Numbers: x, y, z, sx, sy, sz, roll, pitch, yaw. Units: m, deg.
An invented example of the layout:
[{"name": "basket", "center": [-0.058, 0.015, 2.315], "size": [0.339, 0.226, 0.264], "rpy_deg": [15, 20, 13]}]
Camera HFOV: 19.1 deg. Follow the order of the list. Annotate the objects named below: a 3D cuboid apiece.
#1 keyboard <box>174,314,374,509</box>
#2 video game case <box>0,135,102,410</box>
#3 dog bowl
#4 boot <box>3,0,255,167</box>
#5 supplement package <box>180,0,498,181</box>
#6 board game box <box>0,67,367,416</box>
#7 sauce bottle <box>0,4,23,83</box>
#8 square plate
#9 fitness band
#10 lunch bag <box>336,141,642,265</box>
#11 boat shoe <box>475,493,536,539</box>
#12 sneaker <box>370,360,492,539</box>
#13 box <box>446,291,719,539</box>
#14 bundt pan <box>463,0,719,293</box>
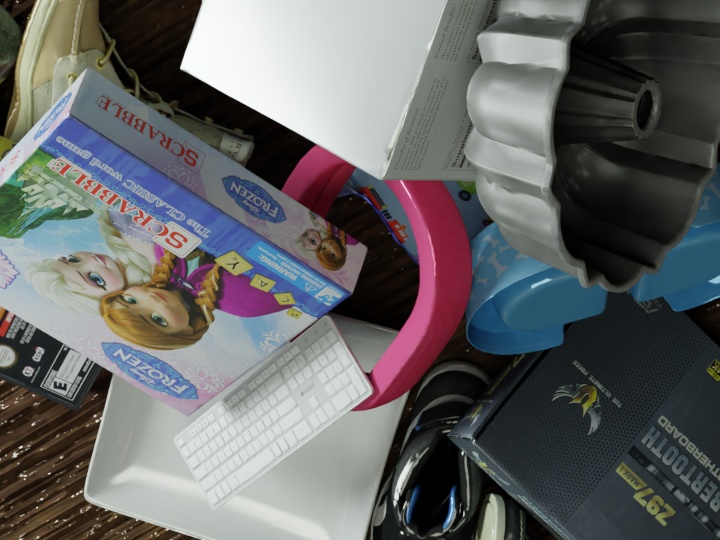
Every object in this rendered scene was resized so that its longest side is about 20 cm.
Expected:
[{"name": "keyboard", "center": [-0.058, 0.094, 1.370], "size": [0.200, 0.011, 0.056], "rpy_deg": [-40, 72, 47]}, {"name": "video game case", "center": [-0.232, -0.005, 1.386], "size": [0.180, 0.026, 0.200], "rpy_deg": [24, 136, -11]}, {"name": "dog bowl", "center": [0.151, -0.010, 1.285], "size": [0.199, 0.050, 0.112], "rpy_deg": [-16, 154, -6]}, {"name": "boot", "center": [-0.138, -0.106, 1.344], "size": [0.154, 0.072, 0.200], "rpy_deg": [17, 121, 1]}, {"name": "supplement package", "center": [0.017, -0.171, 1.189], "size": [0.156, 0.111, 0.200], "rpy_deg": [30, 108, 30]}, {"name": "board game box", "center": [-0.132, -0.009, 1.293], "size": [0.200, 0.041, 0.199], "rpy_deg": [32, 140, -17]}, {"name": "sauce bottle", "center": [-0.295, -0.094, 1.375], "size": [0.065, 0.065, 0.200], "rpy_deg": [40, 119, -10]}, {"name": "square plate", "center": [-0.074, 0.099, 1.448], "size": [0.198, 0.028, 0.200], "rpy_deg": [18, 115, 4]}, {"name": "fitness band", "center": [0.000, 0.000, 1.303], "size": [0.144, 0.037, 0.200], "rpy_deg": [59, 144, 21]}, {"name": "lunch bag", "center": [0.060, -0.092, 1.312], "size": [0.200, 0.094, 0.151], "rpy_deg": [-30, 108, 25]}, {"name": "boat shoe", "center": [0.106, 0.207, 1.417], "size": [0.066, 0.075, 0.200], "rpy_deg": [6, 144, 2]}, {"name": "sneaker", "center": [0.040, 0.169, 1.420], "size": [0.073, 0.112, 0.201], "rpy_deg": [12, 116, 5]}, {"name": "box", "center": [0.178, 0.112, 1.363], "size": [0.200, 0.051, 0.158], "rpy_deg": [44, 78, -11]}, {"name": "bundt pan", "center": [0.124, -0.092, 1.160], "size": [0.076, 0.202, 0.202], "rpy_deg": [13, 120, 34]}]
